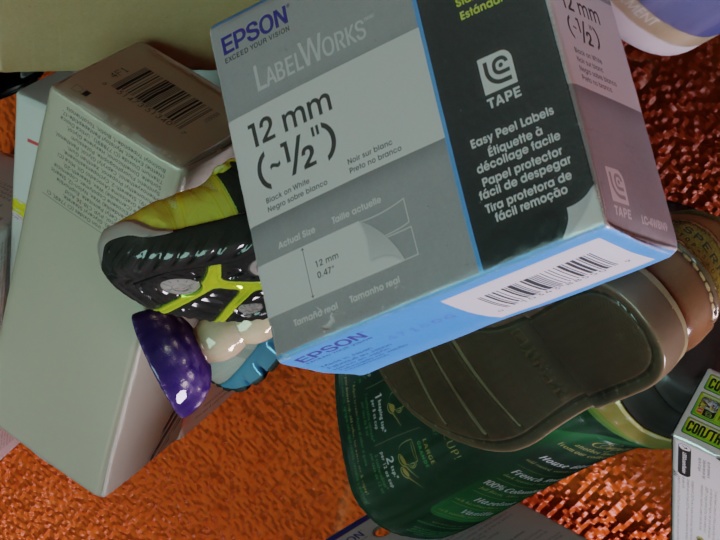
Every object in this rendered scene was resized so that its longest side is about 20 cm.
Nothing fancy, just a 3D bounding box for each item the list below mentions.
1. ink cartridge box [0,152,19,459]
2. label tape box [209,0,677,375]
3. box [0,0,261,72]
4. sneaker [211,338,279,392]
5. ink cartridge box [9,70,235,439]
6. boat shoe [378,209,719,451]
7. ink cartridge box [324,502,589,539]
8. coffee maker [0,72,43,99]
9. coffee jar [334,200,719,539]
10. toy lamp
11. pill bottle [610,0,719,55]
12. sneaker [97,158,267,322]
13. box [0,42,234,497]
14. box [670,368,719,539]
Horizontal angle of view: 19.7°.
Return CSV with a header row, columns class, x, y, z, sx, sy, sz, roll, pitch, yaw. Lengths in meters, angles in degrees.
class,x,y,z,sx,sy,sz,roll,pitch,yaw
ink cartridge box,-0.224,0.052,1.072,0.057,0.200,0.164,22,123,18
label tape box,0.020,-0.079,0.768,0.142,0.066,0.202,-23,73,30
box,-0.089,-0.185,0.926,0.162,0.021,0.202,-2,118,-7
sneaker,-0.037,-0.030,0.987,0.086,0.075,0.201,31,119,-4
ink cartridge box,-0.113,-0.030,1.046,0.116,0.067,0.202,22,123,23
boat shoe,0.080,0.023,0.843,0.072,0.068,0.199,57,150,-12
ink cartridge box,0.074,0.160,0.965,0.199,0.099,0.040,27,135,46
coffee maker,-0.242,-0.176,0.983,0.135,0.190,0.202,-126,35,-56
coffee jar,0.084,0.047,0.937,0.199,0.085,0.105,-26,62,39
toy lamp,0.000,0.000,0.913,0.199,0.058,0.059,-27,99,2
pill bottle,0.166,-0.172,0.769,0.199,0.111,0.112,-31,95,39
sneaker,-0.014,-0.036,0.864,0.076,0.198,0.077,91,163,-66
box,-0.113,0.002,0.972,0.082,0.068,0.201,33,128,17
box,0.187,0.122,0.886,0.109,0.035,0.200,24,156,20
